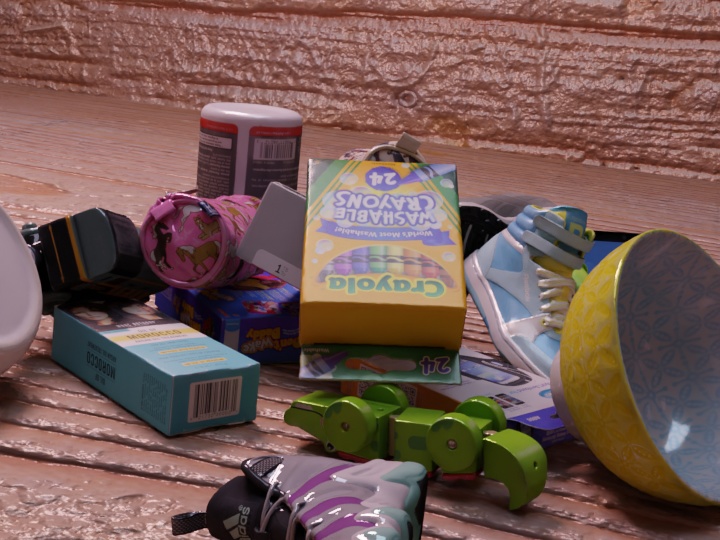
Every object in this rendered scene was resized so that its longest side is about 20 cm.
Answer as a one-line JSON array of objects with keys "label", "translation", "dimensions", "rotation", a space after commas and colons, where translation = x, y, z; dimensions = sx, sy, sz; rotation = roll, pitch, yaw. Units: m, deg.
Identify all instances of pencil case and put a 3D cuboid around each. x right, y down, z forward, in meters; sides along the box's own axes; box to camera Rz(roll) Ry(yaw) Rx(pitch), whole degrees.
[{"label": "pencil case", "translation": [0.018, -0.085, 1.124], "dimensions": [0.078, 0.090, 0.200], "rotation": [36, -1, -10]}, {"label": "pencil case", "translation": [-0.136, -0.031, 1.077], "dimensions": [0.082, 0.087, 0.200], "rotation": [17, 5, 10]}]

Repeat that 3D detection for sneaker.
[{"label": "sneaker", "translation": [0.131, -0.043, 1.169], "dimensions": [0.199, 0.074, 0.079], "rotation": [0, 28, -29]}, {"label": "sneaker", "translation": [-0.040, 0.149, 0.628], "dimensions": [0.139, 0.078, 0.200], "rotation": [6, 3, 7]}, {"label": "sneaker", "translation": [0.175, 0.017, 1.039], "dimensions": [0.079, 0.131, 0.200], "rotation": [20, 30, -40]}]

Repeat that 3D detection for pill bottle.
[{"label": "pill bottle", "translation": [-0.130, -0.084, 1.302], "dimensions": [0.115, 0.201, 0.116], "rotation": [6, 13, -1]}]

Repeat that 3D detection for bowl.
[{"label": "bowl", "translation": [0.207, 0.080, 0.853], "dimensions": [0.200, 0.201, 0.107], "rotation": [-7, -11, -45]}]

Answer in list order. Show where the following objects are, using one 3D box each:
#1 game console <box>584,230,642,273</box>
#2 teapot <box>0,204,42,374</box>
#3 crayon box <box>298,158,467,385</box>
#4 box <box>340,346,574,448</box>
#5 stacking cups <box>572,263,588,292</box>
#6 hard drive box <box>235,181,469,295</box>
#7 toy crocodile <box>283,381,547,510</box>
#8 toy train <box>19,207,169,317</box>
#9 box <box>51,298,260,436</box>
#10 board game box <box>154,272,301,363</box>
[{"label": "game console", "translation": [0.249, 0.024, 1.184], "dimensions": [0.199, 0.119, 0.172], "rotation": [3, 7, -13]}, {"label": "teapot", "translation": [-0.354, 0.021, 0.875], "dimensions": [0.146, 0.198, 0.200], "rotation": [-28, -20, 16]}, {"label": "crayon box", "translation": [0.017, -0.005, 0.902], "dimensions": [0.125, 0.052, 0.201], "rotation": [2, 46, -2]}, {"label": "box", "translation": [0.093, 0.106, 0.946], "dimensions": [0.119, 0.042, 0.200], "rotation": [-6, 20, -43]}, {"label": "stacking cups", "translation": [0.220, 0.049, 1.085], "dimensions": [0.060, 0.061, 0.200], "rotation": [-1, 41, -28]}, {"label": "hard drive box", "translation": [0.000, 0.000, 1.068], "dimensions": [0.155, 0.077, 0.200], "rotation": [27, 0, 22]}, {"label": "toy crocodile", "translation": [0.037, 0.121, 0.823], "dimensions": [0.199, 0.062, 0.067], "rotation": [7, 11, 24]}, {"label": "toy train", "translation": [-0.237, -0.004, 1.043], "dimensions": [0.114, 0.086, 0.200], "rotation": [-17, -11, 12]}, {"label": "box", "translation": [-0.171, 0.073, 0.934], "dimensions": [0.082, 0.049, 0.200], "rotation": [-5, 17, -40]}, {"label": "board game box", "translation": [-0.109, 0.039, 1.126], "dimensions": [0.134, 0.045, 0.200], "rotation": [0, 14, -27]}]
